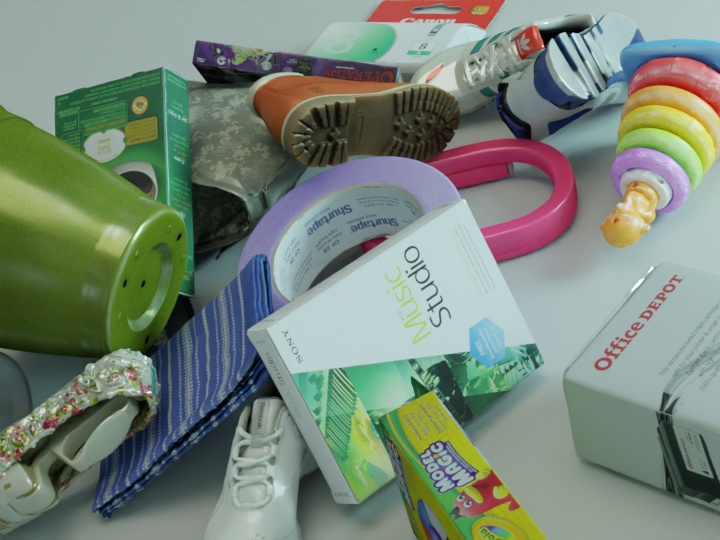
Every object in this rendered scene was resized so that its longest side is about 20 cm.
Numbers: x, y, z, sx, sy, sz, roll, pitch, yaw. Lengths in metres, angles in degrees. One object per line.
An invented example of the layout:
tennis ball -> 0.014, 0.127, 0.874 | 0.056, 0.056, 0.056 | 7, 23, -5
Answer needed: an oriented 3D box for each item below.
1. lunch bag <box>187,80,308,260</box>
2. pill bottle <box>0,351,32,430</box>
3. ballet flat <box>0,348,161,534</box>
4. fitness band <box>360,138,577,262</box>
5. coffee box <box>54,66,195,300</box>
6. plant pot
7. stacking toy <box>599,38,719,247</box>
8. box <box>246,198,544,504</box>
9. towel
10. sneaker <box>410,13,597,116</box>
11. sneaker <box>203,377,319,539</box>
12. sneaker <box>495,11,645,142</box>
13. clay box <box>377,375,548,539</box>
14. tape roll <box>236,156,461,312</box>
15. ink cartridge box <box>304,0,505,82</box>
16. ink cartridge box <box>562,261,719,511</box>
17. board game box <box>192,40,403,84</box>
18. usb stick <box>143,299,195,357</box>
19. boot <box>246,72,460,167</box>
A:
lunch bag -> -0.132, -0.095, 1.387 | 0.198, 0.118, 0.164 | 5, 39, 33
pill bottle -> -0.377, 0.109, 1.207 | 0.198, 0.115, 0.115 | 7, 41, 28
ballet flat -> -0.230, 0.138, 1.112 | 0.200, 0.076, 0.064 | -44, 38, 2
fitness band -> 0.094, -0.055, 1.320 | 0.198, 0.038, 0.144 | -15, 38, 3
coffee box -> -0.207, -0.066, 1.294 | 0.122, 0.044, 0.202 | -11, 74, 24
plant pot -> -0.249, -0.015, 1.185 | 0.191, 0.202, 0.201 | 19, 45, 16
stacking toy -> 0.255, -0.093, 1.265 | 0.115, 0.110, 0.201 | 5, 51, 36
box -> 0.031, 0.057, 1.090 | 0.199, 0.145, 0.036 | -33, 11, -27
towel -> -0.138, 0.085, 1.143 | 0.200, 0.024, 0.145 | -41, 30, 20
sneaker -> 0.141, -0.208, 1.439 | 0.198, 0.093, 0.071 | -15, 77, -3
sneaker -> -0.073, 0.143, 1.069 | 0.074, 0.088, 0.201 | 1, 40, 12
sneaker -> 0.189, -0.174, 1.378 | 0.115, 0.081, 0.199 | -29, -7, 39
clay box -> 0.070, 0.167, 0.959 | 0.047, 0.116, 0.200 | -25, 36, -12
tape roll -> 0.000, 0.000, 1.220 | 0.198, 0.066, 0.201 | -15, 44, 15
ink cartridge box -> 0.050, -0.259, 1.598 | 0.159, 0.050, 0.201 | 5, 43, 27
ink cartridge box -> 0.261, 0.086, 1.020 | 0.199, 0.085, 0.145 | 18, 47, 37
board game box -> -0.055, -0.182, 1.445 | 0.198, 0.033, 0.120 | 9, -4, 9
usb stick -> -0.160, 0.064, 1.255 | 0.055, 0.033, 0.200 | -21, 36, -5
boot -> -0.004, -0.145, 1.327 | 0.199, 0.076, 0.107 | -4, 27, -37
